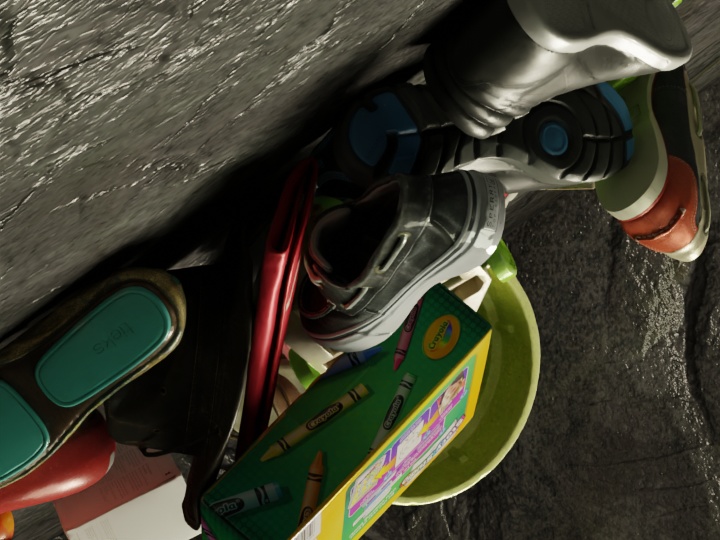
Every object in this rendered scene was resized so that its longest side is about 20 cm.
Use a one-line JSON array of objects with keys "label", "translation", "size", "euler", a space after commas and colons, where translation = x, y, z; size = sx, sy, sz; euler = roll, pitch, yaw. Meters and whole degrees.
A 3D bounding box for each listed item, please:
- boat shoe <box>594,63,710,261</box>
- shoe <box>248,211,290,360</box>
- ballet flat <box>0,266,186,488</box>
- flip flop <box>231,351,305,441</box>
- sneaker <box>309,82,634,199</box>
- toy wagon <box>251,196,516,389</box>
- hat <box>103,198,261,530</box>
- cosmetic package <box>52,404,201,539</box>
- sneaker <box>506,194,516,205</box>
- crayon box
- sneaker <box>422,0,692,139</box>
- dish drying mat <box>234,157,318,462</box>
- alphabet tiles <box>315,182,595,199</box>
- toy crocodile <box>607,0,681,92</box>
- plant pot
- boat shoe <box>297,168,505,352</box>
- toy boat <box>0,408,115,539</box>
[{"label": "boat shoe", "translation": [0.179, -0.090, 1.283], "size": [0.071, 0.062, 0.201], "euler": [-37, -147, 31]}, {"label": "shoe", "translation": [-0.039, 0.017, 1.371], "size": [0.072, 0.091, 0.200], "euler": [-49, 179, -11]}, {"label": "ballet flat", "translation": [-0.177, 0.063, 1.154], "size": [0.199, 0.071, 0.071], "euler": [-35, 176, 11]}, {"label": "flip flop", "translation": [-0.077, 0.090, 1.452], "size": [0.081, 0.199, 0.058], "euler": [-54, -154, 26]}, {"label": "sneaker", "translation": [0.064, -0.077, 1.196], "size": [0.199, 0.074, 0.082], "euler": [-3, 169, -27]}, {"label": "toy wagon", "translation": [0.000, 0.000, 1.272], "size": [0.154, 0.040, 0.200], "euler": [-31, 144, 12]}, {"label": "hat", "translation": [-0.113, 0.047, 1.223], "size": [0.080, 0.202, 0.201], "euler": [11, 167, -8]}, {"label": "cosmetic package", "translation": [-0.169, 0.131, 1.385], "size": [0.082, 0.051, 0.200], "euler": [-27, -155, -8]}, {"label": "sneaker", "translation": [0.110, -0.107, 1.495], "size": [0.200, 0.077, 0.085], "euler": [-40, 167, -21]}, {"label": "crayon box", "translation": [-0.008, 0.109, 1.243], "size": [0.200, 0.058, 0.119], "euler": [-44, 162, -24]}, {"label": "sneaker", "translation": [0.105, -0.121, 1.144], "size": [0.099, 0.071, 0.199], "euler": [-34, 166, 32]}, {"label": "dish drying mat", "translation": [-0.048, 0.028, 1.187], "size": [0.201, 0.018, 0.077], "euler": [101, 2, -50]}, {"label": "alphabet tiles", "translation": [0.082, -0.067, 1.362], "size": [0.199, 0.008, 0.167], "euler": [0, -164, 32]}, {"label": "toy crocodile", "translation": [0.108, -0.117, 1.250], "size": [0.199, 0.068, 0.062], "euler": [-36, 175, 23]}, {"label": "plant pot", "translation": [0.009, 0.059, 1.620], "size": [0.200, 0.201, 0.184], "euler": [-32, -156, -18]}, {"label": "boat shoe", "translation": [0.003, -0.014, 1.140], "size": [0.070, 0.073, 0.200], "euler": [14, 152, -23]}, {"label": "toy boat", "translation": [-0.226, 0.156, 1.252], "size": [0.199, 0.131, 0.131], "euler": [-35, -173, 15]}]
